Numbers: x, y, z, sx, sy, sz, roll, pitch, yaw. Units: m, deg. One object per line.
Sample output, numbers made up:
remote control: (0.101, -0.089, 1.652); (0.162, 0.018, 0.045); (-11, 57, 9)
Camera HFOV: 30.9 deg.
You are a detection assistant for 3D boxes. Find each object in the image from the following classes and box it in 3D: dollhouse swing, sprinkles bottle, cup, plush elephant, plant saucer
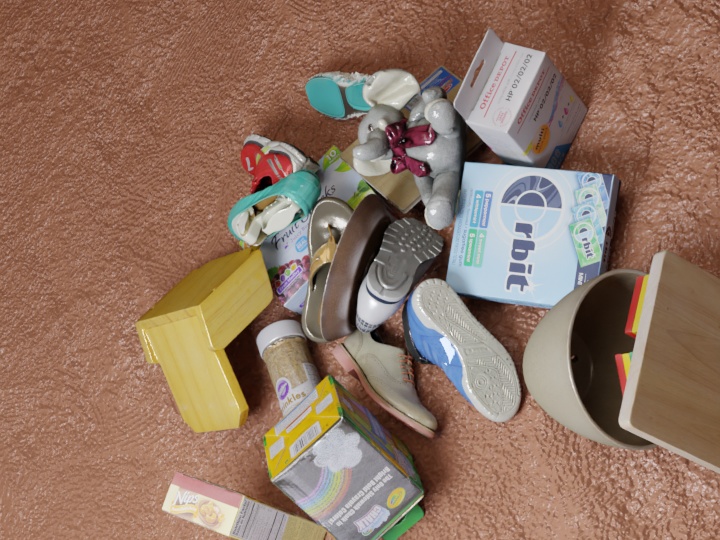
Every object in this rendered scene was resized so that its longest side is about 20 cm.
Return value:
dollhouse swing: (-0.191, 0.100, 1.826); (0.182, 0.177, 0.199); (-45, 17, -33)
sprinkles bottle: (-0.080, 0.164, 1.752); (0.068, 0.068, 0.201); (-33, 57, 16)
cup: (0.271, 0.108, 1.505); (0.143, 0.199, 0.202); (-16, 58, 58)
plush elephant: (0.058, -0.169, 1.696); (0.153, 0.166, 0.200); (4, 27, 11)
plant saucer: (0.000, 0.000, 1.703); (0.032, 0.200, 0.202); (17, 79, 13)

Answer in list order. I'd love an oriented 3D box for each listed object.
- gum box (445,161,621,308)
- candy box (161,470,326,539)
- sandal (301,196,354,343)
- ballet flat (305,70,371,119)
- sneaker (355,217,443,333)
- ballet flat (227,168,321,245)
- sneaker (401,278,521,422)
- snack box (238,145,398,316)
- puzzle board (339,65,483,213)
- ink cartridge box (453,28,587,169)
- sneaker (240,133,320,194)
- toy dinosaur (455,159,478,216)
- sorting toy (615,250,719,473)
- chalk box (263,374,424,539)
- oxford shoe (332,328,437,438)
gum box: (0.215, -0.042, 1.639); (0.198, 0.044, 0.172); (8, 84, 25)
candy box: (-0.143, 0.314, 1.646); (0.115, 0.200, 0.056); (11, 76, 35)
sandal: (-0.041, 0.003, 1.758); (0.079, 0.054, 0.202); (9, 98, 2)
ballet flat: (-0.003, -0.254, 1.879); (0.199, 0.071, 0.072); (17, 79, 55)
sneaker: (0.046, 0.002, 1.702); (0.076, 0.200, 0.081); (30, 128, 10)
ballet flat: (-0.131, -0.074, 1.782); (0.199, 0.067, 0.071); (-29, 25, 44)
sneaker: (0.124, 0.108, 1.655); (0.076, 0.111, 0.201); (-36, 86, -18)
snack box: (-0.061, -0.057, 1.842); (0.200, 0.053, 0.142); (-45, 52, 8)
puzzle board: (0.088, -0.183, 1.800); (0.200, 0.017, 0.151); (-42, 52, -8)
ink cartridge box: (0.205, -0.206, 1.650); (0.067, 0.200, 0.116); (21, 82, 35)
sneaker: (-0.135, -0.141, 1.871); (0.085, 0.077, 0.200); (-57, 24, -8)
toy dinosaur: (0.148, -0.100, 1.739); (0.199, 0.047, 0.089); (32, 95, 40)
sorting toy: (0.366, 0.112, 1.436); (0.069, 0.199, 0.201); (-16, 53, 58)
chalk box: (-0.007, 0.254, 1.616); (0.124, 0.200, 0.124); (-42, 21, 7)
oxford shoe: (0.041, 0.138, 1.688); (0.074, 0.071, 0.200); (-48, 54, 2)
